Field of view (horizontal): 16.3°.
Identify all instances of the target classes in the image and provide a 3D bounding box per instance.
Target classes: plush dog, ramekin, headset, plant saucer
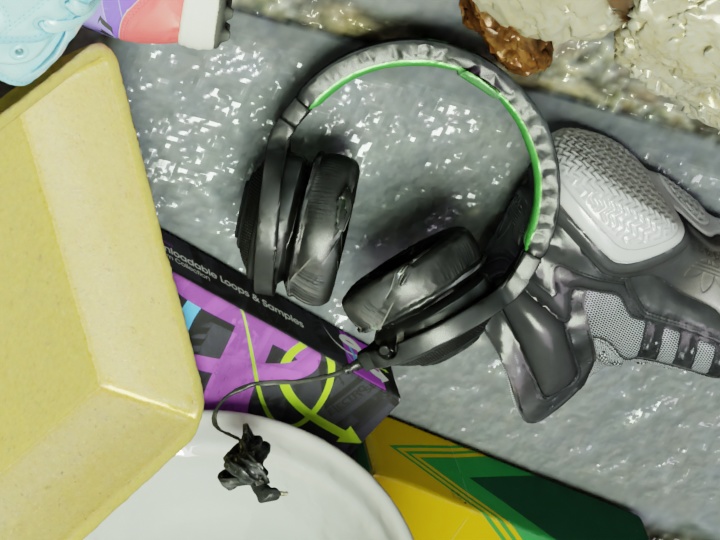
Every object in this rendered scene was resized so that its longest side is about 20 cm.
[{"bbox_3d":[0.115,-0.128,0.974,0.171,0.161,0.201,14,124,4],"label":"plush dog"},{"bbox_3d":[-0.069,0.167,1.058,0.199,0.201,0.105,-11,139,-6],"label":"ramekin"},{"bbox_3d":[0.000,0.000,1.033,0.123,0.094,0.200,32,99,-2],"label":"headset"},{"bbox_3d":[-0.158,0.036,0.976,0.200,0.048,0.201,-42,137,-34],"label":"plant saucer"}]

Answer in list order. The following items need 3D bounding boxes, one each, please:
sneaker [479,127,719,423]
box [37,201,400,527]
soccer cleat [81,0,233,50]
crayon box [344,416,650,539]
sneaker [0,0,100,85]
[{"bbox_3d":[0.125,0.027,1.122,0.200,0.076,0.114,35,112,-26],"label":"sneaker"},{"bbox_3d":[-0.101,0.055,1.105,0.200,0.036,0.143,30,113,-30],"label":"box"},{"bbox_3d":[-0.079,-0.173,0.929,0.073,0.068,0.201,3,125,-3],"label":"soccer cleat"},{"bbox_3d":[0.020,0.178,1.212,0.172,0.058,0.200,22,117,-27],"label":"crayon box"},{"bbox_3d":[-0.111,-0.112,0.903,0.199,0.074,0.082,-7,123,22],"label":"sneaker"}]
